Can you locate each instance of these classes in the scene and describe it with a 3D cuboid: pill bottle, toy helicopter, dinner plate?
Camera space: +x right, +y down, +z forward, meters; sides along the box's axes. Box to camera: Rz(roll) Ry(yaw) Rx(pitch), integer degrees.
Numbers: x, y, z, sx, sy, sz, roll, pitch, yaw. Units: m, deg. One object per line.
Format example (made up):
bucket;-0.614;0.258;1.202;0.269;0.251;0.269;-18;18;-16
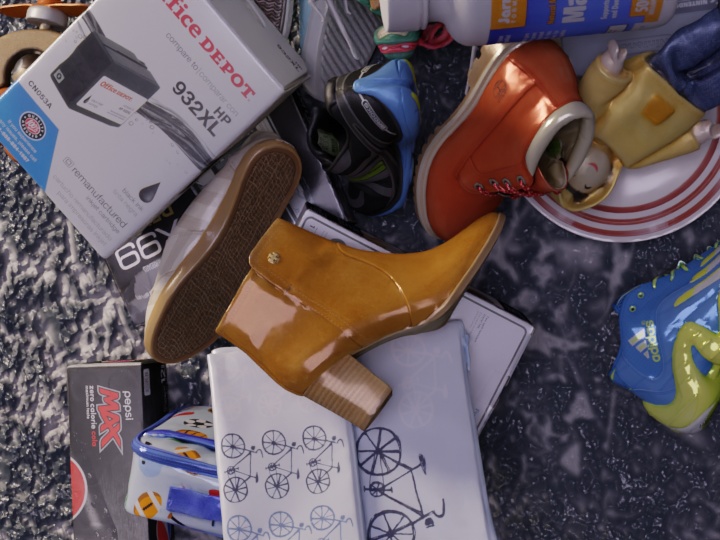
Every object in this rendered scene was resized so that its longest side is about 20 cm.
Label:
pill bottle;0.111;-0.213;1.063;0.197;0.112;0.114;-7;89;-3
toy helicopter;-0.226;-0.176;1.279;0.198;0.079;0.134;-16;78;1
dinner plate;0.203;-0.123;1.201;0.197;0.024;0.203;0;89;12

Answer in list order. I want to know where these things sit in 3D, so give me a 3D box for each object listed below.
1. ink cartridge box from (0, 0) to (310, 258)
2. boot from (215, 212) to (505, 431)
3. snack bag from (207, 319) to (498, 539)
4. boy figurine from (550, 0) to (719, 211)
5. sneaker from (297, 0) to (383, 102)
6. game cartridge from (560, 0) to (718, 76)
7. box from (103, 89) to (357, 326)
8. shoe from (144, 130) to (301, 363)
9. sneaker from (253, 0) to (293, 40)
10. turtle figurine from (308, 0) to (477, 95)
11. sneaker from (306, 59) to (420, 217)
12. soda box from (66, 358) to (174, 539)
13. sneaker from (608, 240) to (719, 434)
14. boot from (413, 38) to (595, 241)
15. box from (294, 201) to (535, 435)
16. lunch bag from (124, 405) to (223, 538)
ink cartridge box;-0.160;-0.132;1.166;0.200;0.084;0.145;-40;95;19
boot;0.000;0.001;1.123;0.143;0.071;0.202;37;75;7
snack bag;-0.006;0.131;1.113;0.197;0.021;0.191;-6;63;-3
boy figurine;0.208;-0.120;1.136;0.199;0.065;0.124;-36;127;23
sneaker;-0.026;-0.238;1.236;0.081;0.073;0.203;18;100;41
game cartridge;0.202;-0.213;1.148;0.197;0.041;0.135;-6;107;9
box;-0.124;-0.068;1.257;0.198;0.050;0.159;-25;85;10
shoe;-0.111;-0.019;1.206;0.201;0.070;0.053;-58;39;10
sneaker;-0.086;-0.248;1.228;0.072;0.085;0.203;-7;84;8
turtle figurine;0.024;-0.229;1.155;0.148;0.101;0.203;-7;102;-5
sneaker;0.000;-0.100;1.162;0.082;0.200;0.072;-3;70;-2
soda box;-0.195;0.175;1.267;0.070;0.063;0.203;-3;89;12
sneaker;0.250;0.017;1.165;0.104;0.076;0.202;25;96;11
boot;0.105;-0.076;1.148;0.108;0.074;0.201;60;141;33
box;0.020;0.045;1.195;0.198;0.060;0.118;26;96;-6
lunch bag;-0.074;0.163;1.190;0.197;0.160;0.077;11;97;11
